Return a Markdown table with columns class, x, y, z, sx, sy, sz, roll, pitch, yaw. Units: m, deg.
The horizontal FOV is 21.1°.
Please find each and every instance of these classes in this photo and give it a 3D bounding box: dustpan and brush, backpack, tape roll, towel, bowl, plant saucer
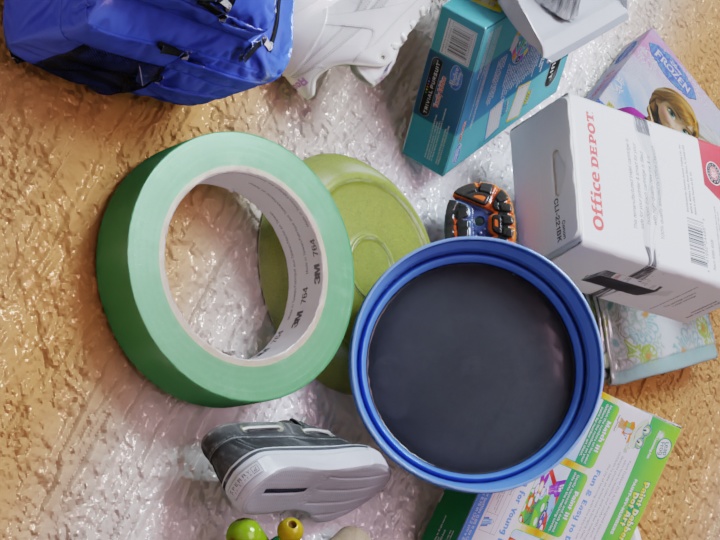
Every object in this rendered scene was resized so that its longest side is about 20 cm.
| class | x | y | z | sx | sy | sz | roll | pitch | yaw |
| --- | --- | --- | --- | --- | --- | --- | --- | --- | --- |
| dustpan and brush | 0.133 | -0.276 | 1.590 | 0.200 | 0.057 | 0.140 | 46 | 44 | 11 |
| backpack | -0.132 | -0.202 | 1.380 | 0.200 | 0.168 | 0.163 | 18 | 73 | -47 |
| tape roll | -0.097 | 0.000 | 1.426 | 0.200 | 0.048 | 0.201 | 8 | 77 | -36 |
| towel | 0.259 | 0.015 | 1.825 | 0.200 | 0.048 | 0.172 | -8 | 86 | -48 |
| bowl | 0.089 | 0.074 | 1.513 | 0.200 | 0.039 | 0.201 | 1 | 80 | -6 |
| plant saucer | 0.000 | 0.000 | 1.565 | 0.200 | 0.031 | 0.200 | 16 | 68 | -44 |

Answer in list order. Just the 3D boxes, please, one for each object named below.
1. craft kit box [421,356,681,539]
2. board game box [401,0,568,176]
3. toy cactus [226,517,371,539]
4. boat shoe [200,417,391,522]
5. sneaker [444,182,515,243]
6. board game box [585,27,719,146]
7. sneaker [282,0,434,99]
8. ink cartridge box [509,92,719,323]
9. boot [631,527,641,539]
| class | x | y | z | sx | sy | sz | roll | pitch | yaw |
| --- | --- | --- | --- | --- | --- | --- | --- | --- | --- |
| craft kit box | 0.158 | 0.187 | 1.615 | 0.197 | 0.048 | 0.200 | 26 | 88 | -37 |
| board game box | 0.122 | -0.189 | 1.667 | 0.200 | 0.047 | 0.151 | -38 | 152 | -46 |
| toy cactus | -0.030 | 0.245 | 1.434 | 0.200 | 0.102 | 0.165 | 53 | 37 | -12 |
| boat shoe | -0.044 | 0.140 | 1.448 | 0.071 | 0.072 | 0.200 | 52 | 15 | 25 |
| sneaker | 0.106 | 0.030 | 1.635 | 0.078 | 0.075 | 0.200 | 57 | 38 | -70 |
| board game box | 0.296 | -0.108 | 1.853 | 0.200 | 0.041 | 0.200 | 49 | 40 | -9 |
| sneaker | 0.019 | -0.207 | 1.551 | 0.200 | 0.075 | 0.100 | -26 | 96 | -2 |
| ink cartridge box | 0.231 | -0.052 | 1.675 | 0.200 | 0.084 | 0.145 | 16 | 60 | -34 |
| boot | 0.233 | 0.290 | 1.723 | 0.090 | 0.073 | 0.200 | 15 | 63 | -68 |
